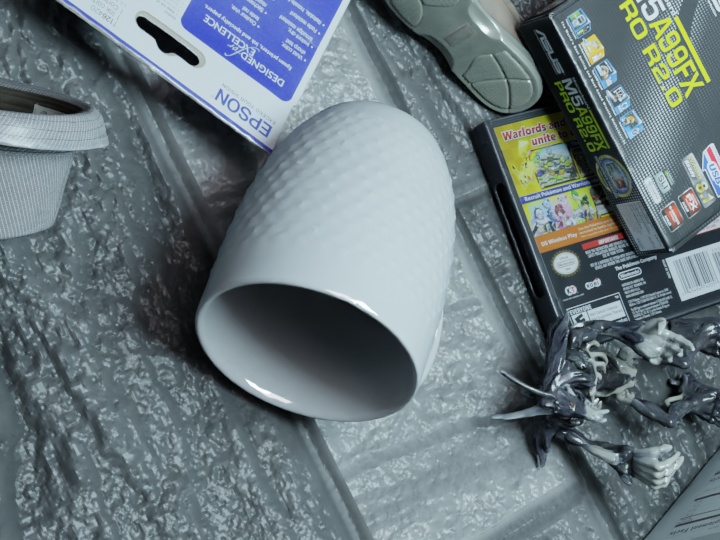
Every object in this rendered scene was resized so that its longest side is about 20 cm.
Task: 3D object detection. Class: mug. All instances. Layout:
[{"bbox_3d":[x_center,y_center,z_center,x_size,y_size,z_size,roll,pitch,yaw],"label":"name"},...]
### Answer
[{"bbox_3d":[0.000,0.000,1.159,0.200,0.147,0.176,55,41,-40],"label":"mug"}]

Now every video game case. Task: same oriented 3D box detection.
[{"bbox_3d":[0.195,-0.044,1.347,0.199,0.025,0.182,-16,82,-33],"label":"video game case"}]

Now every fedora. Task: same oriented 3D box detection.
[{"bbox_3d":[-0.250,-0.069,1.035,0.198,0.177,0.091,12,101,-6],"label":"fedora"}]

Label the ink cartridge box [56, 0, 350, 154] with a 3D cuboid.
[{"bbox_3d":[-0.108,-0.203,1.212,0.197,0.047,0.201,36,60,-17],"label":"ink cartridge box"}]

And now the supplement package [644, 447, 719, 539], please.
[{"bbox_3d":[0.314,0.175,1.288,0.200,0.109,0.114,-41,96,-34],"label":"supplement package"}]

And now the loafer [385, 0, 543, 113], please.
[{"bbox_3d":[0.068,-0.203,1.293,0.200,0.072,0.063,50,37,-28],"label":"loafer"}]

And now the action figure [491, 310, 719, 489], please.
[{"bbox_3d":[0.192,0.084,1.249,0.199,0.102,0.120,-9,109,-37],"label":"action figure"}]

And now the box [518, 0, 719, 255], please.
[{"bbox_3d":[0.228,-0.137,1.323,0.160,0.044,0.201,-34,102,-25],"label":"box"}]
